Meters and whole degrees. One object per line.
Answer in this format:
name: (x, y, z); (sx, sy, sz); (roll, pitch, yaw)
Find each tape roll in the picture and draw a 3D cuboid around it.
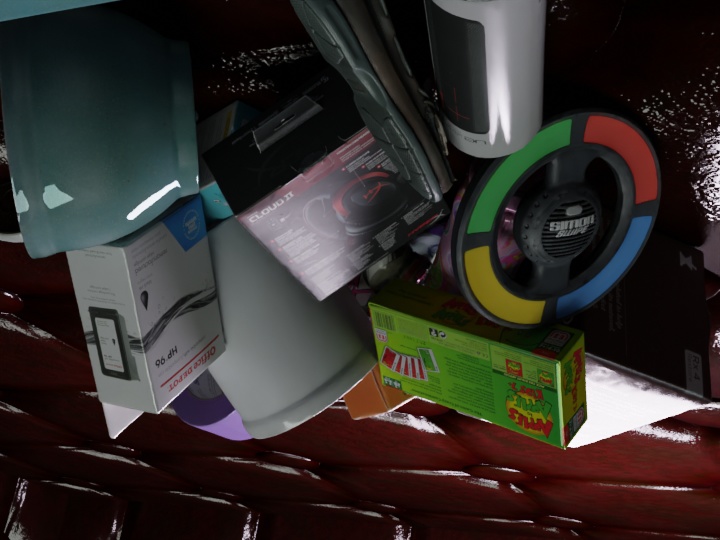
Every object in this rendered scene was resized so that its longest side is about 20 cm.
tape roll: (-0.150, 0.103, 1.335); (0.200, 0.201, 0.066); (-11, 152, 42)

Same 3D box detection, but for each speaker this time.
speaker: (0.087, -0.157, 0.741); (0.081, 0.081, 0.200); (6, 159, 10)

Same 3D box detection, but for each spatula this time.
spatula: (0.076, -0.010, 1.139); (0.056, 0.021, 0.200); (18, 151, -15)

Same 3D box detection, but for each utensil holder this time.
utensil holder: (-0.097, 0.037, 1.087); (0.170, 0.170, 0.200); (-21, 107, 53)

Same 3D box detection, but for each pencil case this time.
pencil case: (0.115, -0.024, 0.998); (0.087, 0.088, 0.200); (12, 142, -6)

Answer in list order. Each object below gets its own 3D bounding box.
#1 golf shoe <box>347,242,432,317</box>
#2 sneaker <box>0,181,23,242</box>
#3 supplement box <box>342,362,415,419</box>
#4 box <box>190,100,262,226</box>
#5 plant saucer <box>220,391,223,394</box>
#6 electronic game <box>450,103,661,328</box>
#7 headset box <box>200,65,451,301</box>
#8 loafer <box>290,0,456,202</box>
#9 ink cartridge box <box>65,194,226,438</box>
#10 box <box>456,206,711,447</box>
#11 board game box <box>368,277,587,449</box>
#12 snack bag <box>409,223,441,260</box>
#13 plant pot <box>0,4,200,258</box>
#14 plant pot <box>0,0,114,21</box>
golf shoe: (0.000, 0.000, 1.157); (0.092, 0.073, 0.200); (44, 151, -5)
sneaker: (-0.324, -0.052, 1.192); (0.199, 0.073, 0.085); (0, 155, 20)
supplement box: (0.067, 0.093, 1.190); (0.200, 0.069, 0.066); (-21, 179, -41)
box: (-0.155, -0.085, 1.024); (0.049, 0.083, 0.200); (24, 155, -32)
plant saucer: (-0.128, 0.128, 1.440); (0.200, 0.200, 0.032); (-5, 120, 34)
electronic game: (0.163, -0.041, 0.892); (0.200, 0.200, 0.042); (26, -166, -36)
headset box: (-0.026, -0.076, 0.904); (0.148, 0.075, 0.200); (-34, 150, 4)
loafer: (0.026, -0.134, 0.769); (0.200, 0.063, 0.072); (54, 171, -36)
ink cartridge box: (-0.182, 0.043, 0.961); (0.068, 0.116, 0.201); (8, 119, 25)
box: (0.218, 0.062, 1.093); (0.164, 0.166, 0.200); (20, 149, -25)
board game box: (0.106, 0.082, 0.998); (0.200, 0.048, 0.102); (16, 132, 34)
snack bag: (0.062, -0.003, 1.218); (0.188, 0.021, 0.200); (1, 154, 19)
plant pot: (-0.193, -0.114, 0.841); (0.134, 0.201, 0.200); (-5, 161, -9)
plant pot: (-0.126, -0.232, 0.564); (0.199, 0.142, 0.141); (-2, 157, 10)
